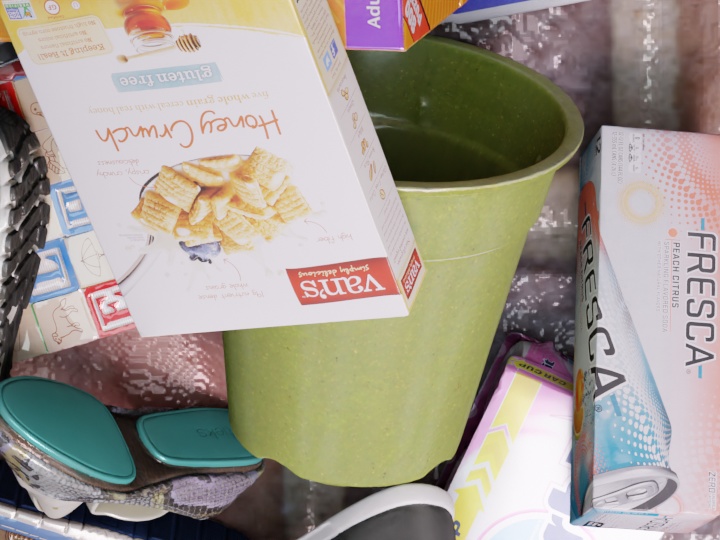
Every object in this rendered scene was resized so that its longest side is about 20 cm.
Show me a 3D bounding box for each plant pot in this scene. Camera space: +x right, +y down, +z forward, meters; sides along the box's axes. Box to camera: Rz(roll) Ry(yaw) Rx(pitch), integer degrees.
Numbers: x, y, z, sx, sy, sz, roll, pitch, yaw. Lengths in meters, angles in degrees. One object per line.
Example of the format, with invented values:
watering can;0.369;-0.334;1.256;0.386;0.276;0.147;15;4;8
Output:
plant pot;0.000;0.000;1.496;0.200;0.200;0.190;8;116;1

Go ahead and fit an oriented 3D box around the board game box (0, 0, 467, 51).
board game box;-0.050;-0.223;1.400;0.200;0.200;0.200;3;107;16

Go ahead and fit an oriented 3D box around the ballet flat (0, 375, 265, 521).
ballet flat;-0.133;0.102;1.527;0.072;0.200;0.072;-8;78;39

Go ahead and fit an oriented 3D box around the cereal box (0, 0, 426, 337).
cereal box;-0.066;-0.060;1.341;0.144;0.040;0.200;-5;126;24

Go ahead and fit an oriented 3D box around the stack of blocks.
stack of blocks;-0.164;-0.063;1.540;0.115;0.059;0.200;-15;102;7

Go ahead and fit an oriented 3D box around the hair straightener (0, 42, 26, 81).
hair straightener;-0.197;-0.196;1.467;0.041;0.077;0.200;-16;67;8

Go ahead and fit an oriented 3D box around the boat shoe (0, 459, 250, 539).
boat shoe;-0.160;0.157;1.586;0.200;0.072;0.073;17;105;-1

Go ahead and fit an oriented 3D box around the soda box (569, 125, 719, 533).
soda box;0.146;0.030;1.498;0.068;0.064;0.201;4;76;-6

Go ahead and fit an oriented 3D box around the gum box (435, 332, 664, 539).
gum box;0.092;0.142;1.570;0.113;0.066;0.200;24;104;-3

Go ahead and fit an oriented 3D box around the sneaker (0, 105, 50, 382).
sneaker;-0.216;0.010;1.492;0.090;0.078;0.200;17;103;5

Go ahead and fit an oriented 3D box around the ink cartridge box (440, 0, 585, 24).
ink cartridge box;0.082;-0.232;1.489;0.200;0.047;0.198;-8;104;20

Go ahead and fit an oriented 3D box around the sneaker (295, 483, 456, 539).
sneaker;-0.021;0.198;1.530;0.071;0.099;0.200;22;134;-37
